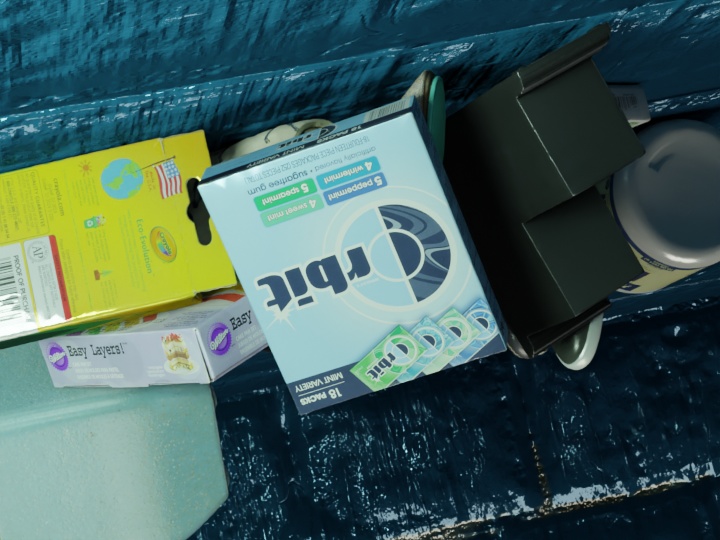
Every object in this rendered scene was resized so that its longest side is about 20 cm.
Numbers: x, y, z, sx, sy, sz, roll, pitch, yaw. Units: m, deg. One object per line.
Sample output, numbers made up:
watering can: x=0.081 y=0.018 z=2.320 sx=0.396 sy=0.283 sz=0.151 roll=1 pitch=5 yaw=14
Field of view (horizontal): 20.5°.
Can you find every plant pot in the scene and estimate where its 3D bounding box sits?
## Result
plant pot: x=-0.223 y=0.144 z=1.706 sx=0.200 sy=0.196 sz=0.196 roll=-12 pitch=-151 yaw=-11

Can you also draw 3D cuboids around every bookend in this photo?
bookend: x=0.156 y=-0.056 z=1.521 sx=0.092 sy=0.199 sz=0.200 roll=-30 pitch=180 yaw=-26

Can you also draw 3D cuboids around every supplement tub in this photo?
supplement tub: x=0.286 y=-0.057 z=1.963 sx=0.145 sy=0.145 sz=0.200 roll=-10 pitch=171 yaw=-17

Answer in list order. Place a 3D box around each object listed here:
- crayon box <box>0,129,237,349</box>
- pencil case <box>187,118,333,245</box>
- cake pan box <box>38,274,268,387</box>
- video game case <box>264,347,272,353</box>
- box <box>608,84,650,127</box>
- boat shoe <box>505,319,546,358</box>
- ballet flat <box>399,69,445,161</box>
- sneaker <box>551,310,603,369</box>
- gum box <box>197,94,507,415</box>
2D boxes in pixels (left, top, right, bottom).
crayon box: x=-0.200 y=-0.022 z=1.514 sx=0.200 sy=0.127 sz=0.051 roll=-12 pitch=173 yaw=1
pencil case: x=-0.091 y=-0.056 z=1.582 sx=0.200 sy=0.090 sz=0.078 roll=-19 pitch=164 yaw=37
cake pan box: x=-0.133 y=0.035 z=1.604 sx=0.200 sy=0.052 sz=0.184 roll=-5 pitch=-162 yaw=44
video game case: x=-0.017 y=0.060 z=1.901 sx=0.181 sy=0.026 sz=0.200 roll=17 pitch=-167 yaw=24
box: x=0.129 y=-0.115 z=1.723 sx=0.144 sy=0.036 sz=0.200 roll=-4 pitch=167 yaw=-45
boat shoe: x=0.096 y=0.010 z=1.710 sx=0.063 sy=0.200 sz=0.073 roll=-40 pitch=142 yaw=13
ballet flat: x=0.033 y=-0.066 z=1.528 sx=0.067 sy=0.200 sz=0.068 roll=5 pitch=-141 yaw=14
sneaker: x=0.138 y=-0.014 z=1.652 sx=0.099 sy=0.200 sz=0.071 roll=7 pitch=156 yaw=-35
gum box: x=-0.003 y=-0.009 z=1.481 sx=0.170 sy=0.200 sz=0.045 roll=-19 pitch=-160 yaw=13
